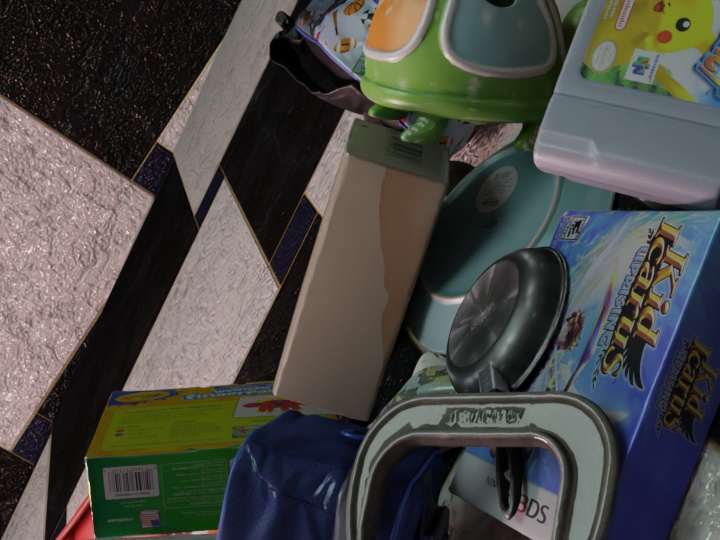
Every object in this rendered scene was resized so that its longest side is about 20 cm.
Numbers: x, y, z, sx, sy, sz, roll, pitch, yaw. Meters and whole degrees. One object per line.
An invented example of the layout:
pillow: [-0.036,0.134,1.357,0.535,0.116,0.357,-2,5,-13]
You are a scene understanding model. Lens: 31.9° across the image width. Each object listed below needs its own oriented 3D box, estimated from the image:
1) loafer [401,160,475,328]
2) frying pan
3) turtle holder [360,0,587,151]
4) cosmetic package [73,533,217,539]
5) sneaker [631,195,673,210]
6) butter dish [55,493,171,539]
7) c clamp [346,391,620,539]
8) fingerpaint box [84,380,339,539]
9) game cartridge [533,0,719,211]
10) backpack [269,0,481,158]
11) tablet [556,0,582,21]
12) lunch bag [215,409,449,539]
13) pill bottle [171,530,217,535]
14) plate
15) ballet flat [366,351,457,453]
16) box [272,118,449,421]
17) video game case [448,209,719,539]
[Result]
loafer: [0.035,-0.002,1.056,0.200,0.073,0.071,-56,18,27]
frying pan: [0.078,0.065,0.780,0.115,0.031,0.191,-30,36,58]
turtle holder: [0.095,-0.161,0.906,0.141,0.184,0.133,-70,-14,-74]
cosmetic package: [-0.119,0.251,0.940,0.085,0.199,0.108,158,113,-65]
sneaker: [0.197,-0.134,0.765,0.076,0.075,0.201,-18,55,58]
butter dish: [-0.180,0.252,1.264,0.200,0.148,0.200,-23,-18,-45]
c clamp: [0.061,0.141,0.662,0.199,0.027,0.172,1,67,43]
fingerpaint box: [-0.115,0.152,1.047,0.167,0.199,0.074,-110,16,-77]
game cartridge: [0.192,-0.136,0.719,0.040,0.133,0.201,35,-106,-62]
backpack: [0.040,-0.180,1.125,0.154,0.200,0.191,-47,25,12]
tablet: [0.151,-0.241,0.979,0.201,0.130,0.014,-60,-20,18]
lunch bag: [-0.015,0.186,0.807,0.136,0.132,0.201,-23,-52,-73]
pill bottle: [-0.133,0.296,1.098,0.201,0.114,0.114,-65,18,2]
plate: [0.098,-0.030,0.911,0.200,0.026,0.201,-38,32,28]
ballet flat: [0.046,0.103,0.916,0.200,0.069,0.071,-49,20,53]
box: [0.000,0.000,0.941,0.095,0.077,0.201,-80,7,-66]
video game case: [0.138,0.062,0.730,0.201,0.045,0.181,-67,19,-5]
